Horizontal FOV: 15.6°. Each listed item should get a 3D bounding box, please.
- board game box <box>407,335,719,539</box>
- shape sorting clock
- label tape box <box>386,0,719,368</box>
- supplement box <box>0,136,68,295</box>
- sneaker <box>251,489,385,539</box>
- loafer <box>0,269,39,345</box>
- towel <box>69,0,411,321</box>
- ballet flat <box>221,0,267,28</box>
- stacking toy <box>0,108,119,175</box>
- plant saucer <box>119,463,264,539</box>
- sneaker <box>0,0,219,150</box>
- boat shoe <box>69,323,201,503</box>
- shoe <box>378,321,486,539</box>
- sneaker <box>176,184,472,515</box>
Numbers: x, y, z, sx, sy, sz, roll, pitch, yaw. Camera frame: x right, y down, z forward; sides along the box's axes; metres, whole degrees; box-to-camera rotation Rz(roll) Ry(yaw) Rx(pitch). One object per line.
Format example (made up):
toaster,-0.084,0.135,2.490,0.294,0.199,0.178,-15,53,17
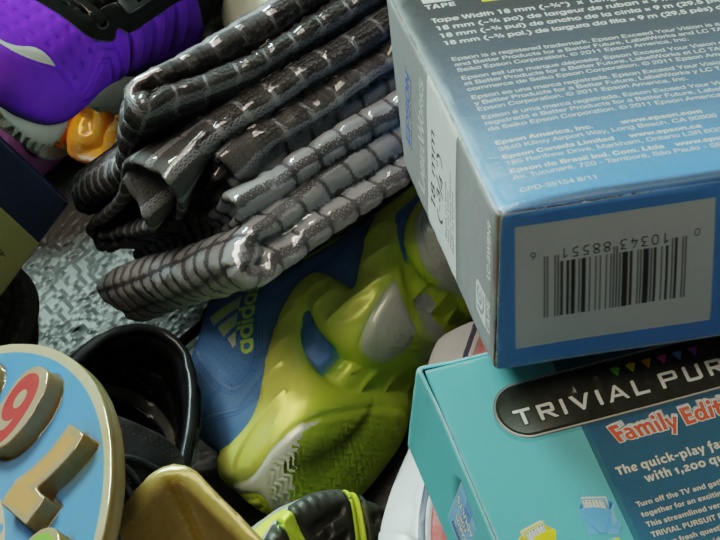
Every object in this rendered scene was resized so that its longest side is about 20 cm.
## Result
board game box,0.119,0.104,0.814,0.150,0.047,0.201,-13,55,-14
shape sorting clock,-0.151,0.110,0.846,0.199,0.039,0.201,-31,41,31
label tape box,0.090,-0.055,0.897,0.143,0.064,0.200,-8,33,-8
supplement box,-0.259,-0.005,1.027,0.199,0.134,0.200,18,69,52
sneaker,-0.045,0.172,0.906,0.201,0.075,0.076,-59,11,-16
loafer,-0.184,0.090,1.055,0.075,0.070,0.201,28,73,17
towel,-0.018,-0.068,1.021,0.199,0.086,0.165,-35,6,-19
ballet flat,-0.020,-0.138,1.163,0.068,0.069,0.201,-5,48,28
stacking toy,-0.161,-0.081,1.179,0.199,0.116,0.110,22,61,28
plant saucer,-0.046,0.198,0.811,0.200,0.048,0.200,42,95,22
sneaker,-0.109,-0.114,1.064,0.069,0.200,0.100,37,108,8
boat shoe,-0.099,0.080,0.927,0.074,0.063,0.200,26,28,-3
shoe,0.066,0.075,0.898,0.090,0.072,0.201,-21,30,23
sneaker,0.000,0.000,1.021,0.105,0.076,0.200,25,67,42
